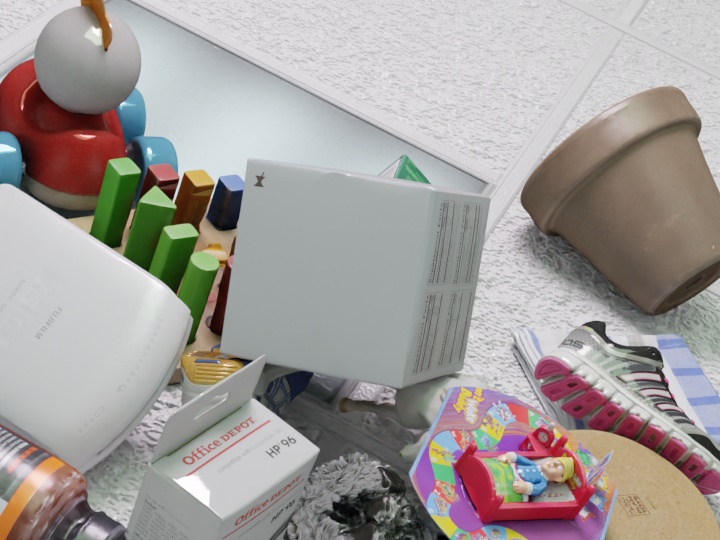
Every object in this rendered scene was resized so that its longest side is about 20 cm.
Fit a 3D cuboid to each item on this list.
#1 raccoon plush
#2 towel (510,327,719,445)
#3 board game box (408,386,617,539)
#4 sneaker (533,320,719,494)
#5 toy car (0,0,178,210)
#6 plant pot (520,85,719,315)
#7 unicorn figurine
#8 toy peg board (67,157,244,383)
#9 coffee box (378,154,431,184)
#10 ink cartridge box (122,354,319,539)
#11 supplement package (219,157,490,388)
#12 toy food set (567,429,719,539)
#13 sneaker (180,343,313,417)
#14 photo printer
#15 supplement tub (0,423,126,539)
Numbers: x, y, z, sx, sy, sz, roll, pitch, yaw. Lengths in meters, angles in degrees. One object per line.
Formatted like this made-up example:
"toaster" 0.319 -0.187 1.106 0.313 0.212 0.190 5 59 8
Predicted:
"raccoon plush" -0.002 0.197 1.369 0.199 0.097 0.134 24 -14 44
"towel" 0.246 0.108 1.676 0.198 0.024 0.147 4 39 -26
"board game box" 0.126 0.150 1.358 0.157 0.039 0.200 33 34 -1
"sneaker" 0.251 0.114 1.588 0.199 0.074 0.088 36 55 2
"toy car" -0.254 -0.175 1.617 0.183 0.201 0.177 0 35 -30
"plant pot" 0.285 -0.055 1.806 0.199 0.200 0.175 -17 68 -44
"unicorn figurine" 0.052 0.112 1.472 0.136 0.075 0.199 11 22 33
"toy peg board" -0.128 -0.019 1.571 0.198 0.098 0.200 -11 46 -39
"coffee box" 0.044 -0.010 1.661 0.123 0.044 0.200 48 30 -16
"ink cartridge box" -0.100 0.168 1.233 0.068 0.201 0.116 34 36 18
"supplement package" 0.000 0.000 1.429 0.150 0.152 0.200 10 3 16
"toy food set" 0.216 0.209 1.490 0.197 0.049 0.200 -16 51 -45
"sneaker" -0.095 0.106 1.445 0.075 0.089 0.200 4 3 20
"photo printer" -0.239 0.049 1.379 0.199 0.070 0.167 32 72 14
"supplement tub" -0.261 0.157 1.241 0.199 0.108 0.107 28 34 10
